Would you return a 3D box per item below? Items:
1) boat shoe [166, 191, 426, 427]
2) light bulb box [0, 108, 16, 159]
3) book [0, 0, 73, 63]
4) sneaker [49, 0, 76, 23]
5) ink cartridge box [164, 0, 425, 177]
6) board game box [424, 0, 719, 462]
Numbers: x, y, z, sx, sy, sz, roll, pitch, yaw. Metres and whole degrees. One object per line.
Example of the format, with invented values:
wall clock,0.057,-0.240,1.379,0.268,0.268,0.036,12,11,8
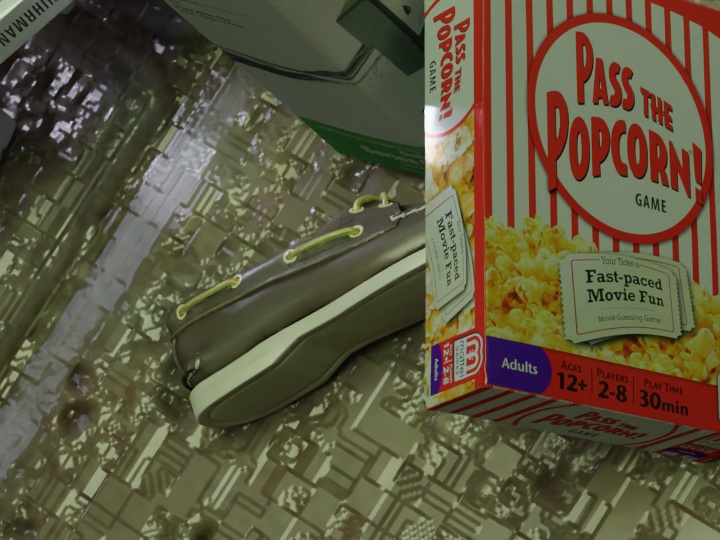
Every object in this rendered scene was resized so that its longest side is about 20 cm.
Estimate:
boat shoe,0.000,0.000,1.256,0.199,0.072,0.060,-31,67,16
light bulb box,-0.308,-0.027,1.355,0.199,0.125,0.199,15,78,24
book,-0.167,-0.174,1.271,0.200,0.048,0.134,-40,60,0
sneaker,-0.185,-0.184,1.384,0.198,0.079,0.130,-8,79,28
ink cartridge box,0.003,-0.147,1.225,0.084,0.200,0.147,18,79,34
board game box,0.099,-0.029,1.182,0.046,0.151,0.201,-25,59,51
